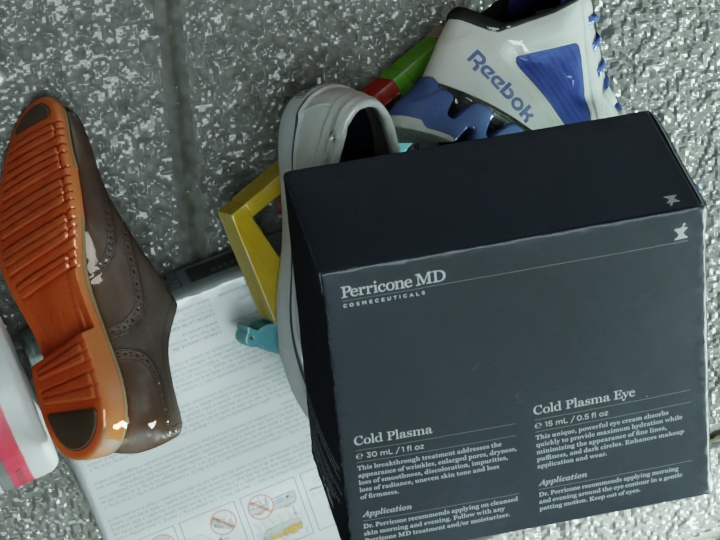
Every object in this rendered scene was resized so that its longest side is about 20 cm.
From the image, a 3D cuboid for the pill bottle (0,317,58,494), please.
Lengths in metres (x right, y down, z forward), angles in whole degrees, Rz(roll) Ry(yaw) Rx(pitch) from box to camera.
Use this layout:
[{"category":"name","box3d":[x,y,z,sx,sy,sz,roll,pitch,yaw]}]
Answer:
[{"category":"pill bottle","box3d":[-0.273,0.095,1.601,0.200,0.111,0.111,-23,113,-6]}]

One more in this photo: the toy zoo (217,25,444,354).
[{"category":"toy zoo","box3d":[0.008,-0.024,1.648,0.200,0.020,0.131,-40,114,-18]}]

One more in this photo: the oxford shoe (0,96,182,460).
[{"category":"oxford shoe","box3d":[-0.144,0.004,1.605,0.073,0.071,0.200,-1,76,-42]}]

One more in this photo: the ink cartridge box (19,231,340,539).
[{"category":"ink cartridge box","box3d":[-0.084,0.098,1.684,0.162,0.057,0.200,-21,115,-7]}]

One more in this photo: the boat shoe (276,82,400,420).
[{"category":"boat shoe","box3d":[0.000,0.000,1.598,0.072,0.066,0.200,-5,100,-28]}]

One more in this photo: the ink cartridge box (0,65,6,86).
[{"category":"ink cartridge box","box3d":[-0.297,-0.130,1.541,0.200,0.067,0.116,42,95,-22]}]

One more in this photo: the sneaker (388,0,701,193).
[{"category":"sneaker","box3d":[0.116,-0.096,1.641,0.199,0.081,0.115,22,84,-31]}]

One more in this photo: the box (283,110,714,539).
[{"category":"box","box3d":[0.073,0.033,1.532,0.200,0.104,0.182,-10,124,-8]}]
